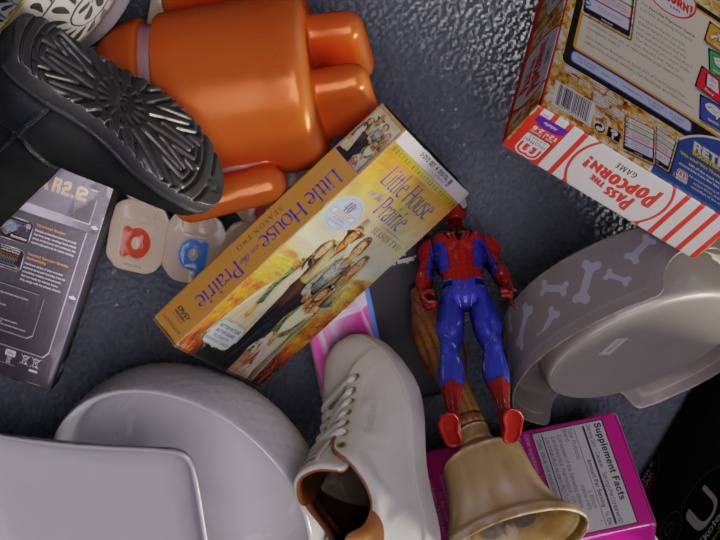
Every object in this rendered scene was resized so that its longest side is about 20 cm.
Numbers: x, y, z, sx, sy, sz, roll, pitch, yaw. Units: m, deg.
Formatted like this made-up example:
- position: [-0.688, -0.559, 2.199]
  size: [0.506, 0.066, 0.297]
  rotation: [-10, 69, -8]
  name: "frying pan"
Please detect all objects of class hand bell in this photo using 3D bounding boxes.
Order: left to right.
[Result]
- position: [0.071, 0.097, 1.247]
  size: [0.104, 0.201, 0.104]
  rotation: [-14, 150, -8]
  name: "hand bell"

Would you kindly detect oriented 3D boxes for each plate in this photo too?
- position: [-0.182, 0.191, 1.275]
  size: [0.198, 0.032, 0.201]
  rotation: [2, 120, 21]
  name: "plate"

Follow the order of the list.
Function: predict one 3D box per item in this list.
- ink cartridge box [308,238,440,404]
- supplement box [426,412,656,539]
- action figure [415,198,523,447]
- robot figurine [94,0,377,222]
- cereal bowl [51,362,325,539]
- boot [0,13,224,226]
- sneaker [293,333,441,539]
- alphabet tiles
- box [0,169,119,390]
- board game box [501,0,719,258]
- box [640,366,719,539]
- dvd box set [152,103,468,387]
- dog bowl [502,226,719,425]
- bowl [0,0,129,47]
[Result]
- position: [0.000, 0.000, 1.310]
  size: [0.094, 0.037, 0.201]
  rotation: [-13, 103, -3]
  name: "ink cartridge box"
- position: [0.099, 0.186, 1.316]
  size: [0.199, 0.104, 0.101]
  rotation: [-10, 140, -4]
  name: "supplement box"
- position: [0.071, 0.023, 1.240]
  size: [0.065, 0.201, 0.052]
  rotation: [-7, 137, 2]
  name: "action figure"
- position: [-0.091, -0.115, 1.195]
  size: [0.199, 0.117, 0.145]
  rotation: [-9, 104, 6]
  name: "robot figurine"
- position: [-0.111, 0.146, 1.288]
  size: [0.199, 0.083, 0.201]
  rotation: [10, 121, 17]
  name: "cereal bowl"
- position: [-0.203, -0.052, 1.145]
  size: [0.165, 0.066, 0.200]
  rotation: [39, 129, -20]
  name: "boot"
- position: [-0.005, 0.112, 1.217]
  size: [0.084, 0.201, 0.073]
  rotation: [19, 126, -31]
  name: "sneaker"
- position: [-0.099, -0.088, 1.264]
  size: [0.199, 0.015, 0.197]
  rotation: [11, 99, 1]
  name: "alphabet tiles"
- position: [-0.275, -0.027, 1.247]
  size: [0.199, 0.048, 0.159]
  rotation: [18, 100, -4]
  name: "box"
- position: [0.183, -0.125, 1.223]
  size: [0.151, 0.201, 0.046]
  rotation: [30, 137, -13]
  name: "board game box"
- position: [0.297, 0.161, 1.301]
  size: [0.124, 0.200, 0.149]
  rotation: [28, 100, -13]
  name: "box"
- position: [-0.028, -0.011, 1.219]
  size: [0.200, 0.146, 0.029]
  rotation: [-42, 67, 4]
  name: "dvd box set"
- position: [0.187, 0.034, 1.273]
  size: [0.199, 0.200, 0.059]
  rotation: [-20, 64, -2]
  name: "dog bowl"
- position: [-0.201, -0.197, 1.173]
  size: [0.094, 0.201, 0.201]
  rotation: [28, 100, -39]
  name: "bowl"
